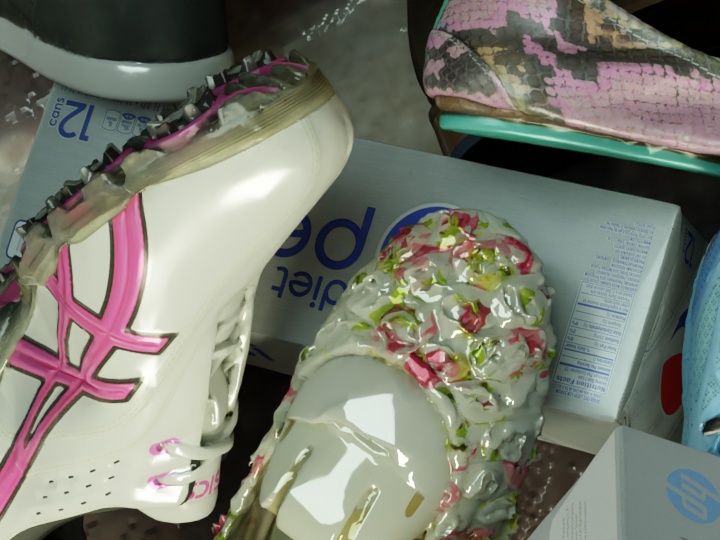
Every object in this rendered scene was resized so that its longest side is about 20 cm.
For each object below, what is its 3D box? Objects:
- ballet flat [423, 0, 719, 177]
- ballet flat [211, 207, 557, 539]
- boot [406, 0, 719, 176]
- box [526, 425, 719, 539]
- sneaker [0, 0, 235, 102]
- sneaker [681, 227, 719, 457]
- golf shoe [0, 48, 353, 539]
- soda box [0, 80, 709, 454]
[{"bbox_3d":[0.117,-0.045,0.712,0.200,0.069,0.071,17,93,-1],"label":"ballet flat"},{"bbox_3d":[-0.008,0.076,0.717,0.076,0.064,0.200,32,116,16],"label":"ballet flat"},{"bbox_3d":[0.096,-0.110,0.774,0.200,0.075,0.097,-27,69,13],"label":"boot"},{"bbox_3d":[0.031,0.156,0.637,0.200,0.041,0.156,126,156,-43],"label":"box"},{"bbox_3d":[-0.106,-0.121,0.823,0.200,0.071,0.099,22,115,44],"label":"sneaker"},{"bbox_3d":[0.111,0.081,0.672,0.078,0.090,0.200,-1,92,21],"label":"sneaker"},{"bbox_3d":[-0.056,0.017,0.725,0.092,0.073,0.200,49,131,0],"label":"golf shoe"},{"bbox_3d":[0.000,0.000,0.779,0.200,0.068,0.063,13,79,24],"label":"soda box"}]
